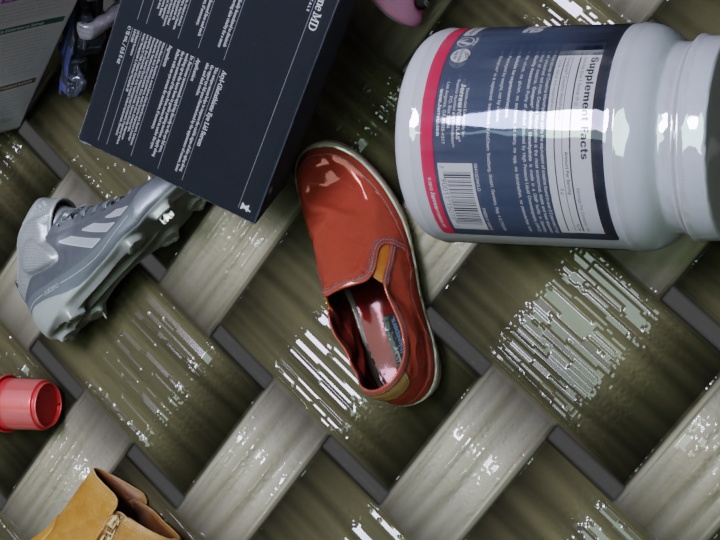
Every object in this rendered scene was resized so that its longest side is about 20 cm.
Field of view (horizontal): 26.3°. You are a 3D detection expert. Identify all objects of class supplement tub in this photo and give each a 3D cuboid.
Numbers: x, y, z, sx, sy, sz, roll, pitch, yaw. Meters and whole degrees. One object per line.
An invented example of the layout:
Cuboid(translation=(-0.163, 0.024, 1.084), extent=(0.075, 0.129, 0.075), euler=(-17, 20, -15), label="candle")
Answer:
Cuboid(translation=(0.134, -0.084, 0.969), extent=(0.199, 0.140, 0.141), euler=(3, 92, 27), label="supplement tub")

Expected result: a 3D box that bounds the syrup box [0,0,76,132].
Cuboid(translation=(-0.283, -0.187, 1.172), extent=(0.079, 0.081, 0.200), euler=(58, 140, 15), label="syrup box")

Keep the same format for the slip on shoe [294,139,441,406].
Cuboid(translation=(0.000, 0.000, 1.084), extent=(0.074, 0.061, 0.201), euler=(-24, 78, 27), label="slip on shoe")

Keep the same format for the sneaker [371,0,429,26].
Cuboid(translation=(0.006, -0.271, 1.070), extent=(0.095, 0.079, 0.200), euler=(-37, 90, 15), label="sneaker")

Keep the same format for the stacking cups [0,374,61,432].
Cuboid(translation=(-0.336, 0.111, 1.264), extent=(0.199, 0.060, 0.061), euler=(3, 92, 24), label="stacking cups")

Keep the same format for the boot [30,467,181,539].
Cuboid(translation=(-0.239, 0.218, 1.211), extent=(0.201, 0.071, 0.145), euler=(25, 95, 22), label="boot")

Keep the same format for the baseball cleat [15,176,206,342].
Cuboid(translation=(-0.202, -0.036, 1.182), extent=(0.200, 0.070, 0.107), euler=(-44, 72, 20), label="baseball cleat")

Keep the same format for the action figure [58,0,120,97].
Cuboid(translation=(-0.166, -0.208, 1.170), extent=(0.193, 0.104, 0.201), euler=(45, 136, 27), label="action figure")

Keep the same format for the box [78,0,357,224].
Cuboid(translation=(-0.091, -0.155, 1.047), extent=(0.141, 0.079, 0.201), euler=(27, 120, 5), label="box")
